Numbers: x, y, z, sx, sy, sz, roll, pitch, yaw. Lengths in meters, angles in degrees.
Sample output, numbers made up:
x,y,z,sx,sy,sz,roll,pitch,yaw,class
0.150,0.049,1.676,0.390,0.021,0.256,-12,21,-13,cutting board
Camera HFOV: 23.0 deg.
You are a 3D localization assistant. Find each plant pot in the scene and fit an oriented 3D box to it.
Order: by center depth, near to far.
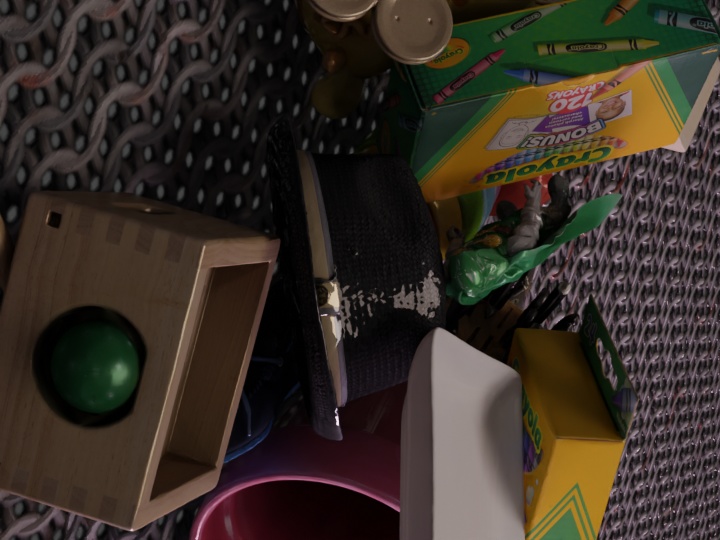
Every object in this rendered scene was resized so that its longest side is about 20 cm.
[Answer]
x,y,z,sx,sy,sz,roll,pitch,yaw,class
0.002,0.158,1.242,0.179,0.200,0.200,-64,155,-50,plant pot

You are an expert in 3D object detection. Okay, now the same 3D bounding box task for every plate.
x,y,z,sx,sy,sz,roll,pitch,yaw,class
0.061,0.148,1.076,0.200,0.032,0.200,31,59,-67,plate

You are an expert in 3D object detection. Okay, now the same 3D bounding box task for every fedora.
x,y,z,sx,sy,sz,roll,pitch,yaw,class
0.000,0.000,1.079,0.201,0.091,0.201,172,-90,-84,fedora

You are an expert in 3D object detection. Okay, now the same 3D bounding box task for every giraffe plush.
x,y,z,sx,sy,sz,roll,pitch,yaw,class
0.028,-0.174,1.138,0.162,0.200,0.173,-19,102,-26,giraffe plush

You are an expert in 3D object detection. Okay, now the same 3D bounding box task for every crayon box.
x,y,z,sx,sy,sz,roll,pitch,yaw,class
0.116,-0.112,1.118,0.200,0.058,0.119,-14,155,-13,crayon box
0.127,0.130,1.205,0.126,0.052,0.200,-104,-158,-57,crayon box

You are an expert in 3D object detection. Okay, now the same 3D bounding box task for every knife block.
x,y,z,sx,sy,sz,roll,pitch,yaw,class
0.073,0.047,1.320,0.064,0.200,0.176,-50,130,-35,knife block

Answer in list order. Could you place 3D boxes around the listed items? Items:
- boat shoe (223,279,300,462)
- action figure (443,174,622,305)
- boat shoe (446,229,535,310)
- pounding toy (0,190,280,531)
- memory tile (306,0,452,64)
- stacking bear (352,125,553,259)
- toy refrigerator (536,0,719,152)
x,y,z,sx,sy,sz,roll,pitch,yaw,class
-0.085,0.061,1.150,0.200,0.084,0.069,-54,143,-61,boat shoe
0.093,-0.018,1.124,0.055,0.118,0.200,61,21,-3,action figure
0.103,0.018,1.389,0.201,0.072,0.066,93,0,-76,boat shoe
-0.148,0.026,0.959,0.200,0.142,0.184,-9,114,-78,pounding toy
-0.012,-0.224,1.032,0.153,0.200,0.017,-65,-164,-15,memory tile
0.031,-0.046,1.238,0.200,0.114,0.122,-44,112,-45,stacking bear
0.157,-0.157,1.313,0.076,0.200,0.070,-64,151,-14,toy refrigerator
